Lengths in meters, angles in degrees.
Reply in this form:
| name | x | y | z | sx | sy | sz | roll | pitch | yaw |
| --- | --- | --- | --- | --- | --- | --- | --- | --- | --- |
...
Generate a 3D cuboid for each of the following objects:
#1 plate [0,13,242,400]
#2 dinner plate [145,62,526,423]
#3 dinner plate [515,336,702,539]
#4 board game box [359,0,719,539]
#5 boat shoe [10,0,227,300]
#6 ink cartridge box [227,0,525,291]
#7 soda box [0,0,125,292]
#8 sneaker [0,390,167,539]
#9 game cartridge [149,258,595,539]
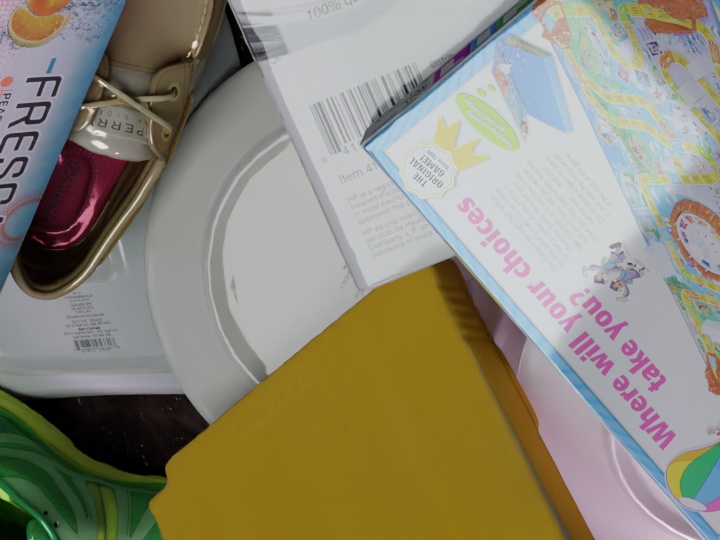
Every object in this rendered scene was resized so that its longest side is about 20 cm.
| name | x | y | z | sx | sy | sz | roll | pitch | yaw |
| --- | --- | --- | --- | --- | --- | --- | --- | --- | --- |
| plate | -0.133 | -0.023 | 1.004 | 0.199 | 0.032 | 0.200 | -3 | 115 | 24 |
| dinner plate | 0.000 | 0.000 | 0.917 | 0.200 | 0.024 | 0.200 | 2 | 98 | 14 |
| dinner plate | 0.160 | 0.052 | 0.841 | 0.200 | 0.024 | 0.200 | 0 | 123 | 0 |
| board game box | 0.115 | -0.015 | 0.776 | 0.134 | 0.034 | 0.200 | -39 | 99 | 13 |
| boat shoe | -0.101 | -0.068 | 0.893 | 0.074 | 0.069 | 0.200 | 12 | 129 | -18 |
| ink cartridge box | 0.029 | -0.115 | 0.818 | 0.146 | 0.086 | 0.200 | -22 | 100 | 11 |
| soda box | -0.157 | -0.066 | 0.850 | 0.064 | 0.068 | 0.200 | 49 | 127 | 28 |
| sneaker | -0.136 | 0.130 | 1.048 | 0.200 | 0.084 | 0.074 | 26 | 130 | -3 |
| game cartridge | 0.011 | 0.122 | 0.852 | 0.176 | 0.032 | 0.200 | -40 | 59 | 26 |
